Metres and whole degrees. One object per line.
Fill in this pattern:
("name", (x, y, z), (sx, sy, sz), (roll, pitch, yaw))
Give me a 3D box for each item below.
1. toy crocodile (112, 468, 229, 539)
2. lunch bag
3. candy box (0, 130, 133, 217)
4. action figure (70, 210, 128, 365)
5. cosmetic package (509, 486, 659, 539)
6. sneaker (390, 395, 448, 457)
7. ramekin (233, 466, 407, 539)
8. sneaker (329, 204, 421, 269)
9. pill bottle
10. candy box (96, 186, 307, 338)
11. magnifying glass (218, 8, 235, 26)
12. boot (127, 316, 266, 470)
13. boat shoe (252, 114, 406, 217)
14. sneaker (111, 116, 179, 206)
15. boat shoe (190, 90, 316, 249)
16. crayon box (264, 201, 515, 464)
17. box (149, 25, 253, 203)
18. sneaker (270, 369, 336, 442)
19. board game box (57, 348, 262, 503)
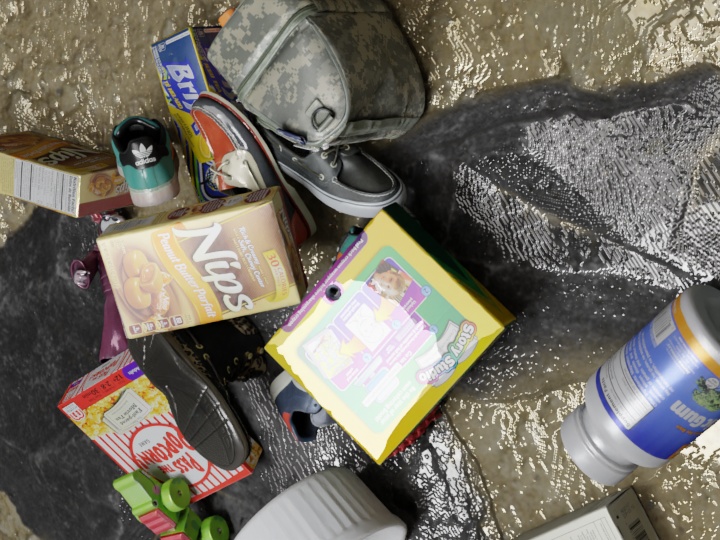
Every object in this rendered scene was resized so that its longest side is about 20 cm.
("toy crocodile", (-0.218, 0.305, 1.762), (0.067, 0.062, 0.200), (-21, 127, 29))
("lunch bag", (-0.033, -0.202, 1.493), (0.168, 0.199, 0.140), (48, 116, 15))
("candy box", (-0.374, -0.119, 1.783), (0.198, 0.115, 0.056), (16, 109, 30))
("action figure", (-0.277, 0.015, 1.781), (0.149, 0.132, 0.202), (112, 141, -71))
("cosmetic package", (0.210, 0.312, 1.519), (0.199, 0.073, 0.104), (-30, 83, 34))
("sneaker", (0.049, 0.106, 1.590), (0.095, 0.079, 0.202), (35, 108, 31))
("ramekin", (-0.054, 0.308, 1.620), (0.098, 0.199, 0.201), (49, 121, 22))
("sneaker", (0.000, 0.000, 1.600), (0.199, 0.071, 0.081), (-37, 64, 35))
("pill bottle", (0.285, 0.116, 1.405), (0.112, 0.112, 0.200), (50, 122, 14))
("candy box", (-0.166, -0.008, 1.563), (0.197, 0.055, 0.117), (-12, 109, 12))
("magnifying glass", (-0.099, -0.202, 1.644), (0.079, 0.022, 0.201), (-36, 79, 33))
("boot", (-0.158, 0.124, 1.672), (0.200, 0.150, 0.073), (48, 120, 17))
("boat shoe", (-0.039, -0.119, 1.565), (0.199, 0.069, 0.057), (28, 151, 26))
("sneaker", (-0.243, -0.142, 1.657), (0.200, 0.070, 0.081), (-126, 23, -64))
("boat shoe", (-0.125, -0.100, 1.590), (0.201, 0.062, 0.071), (56, 156, -17))
("crayon box", (0.028, 0.064, 1.505), (0.172, 0.058, 0.200), (44, 109, 6))
("box", (-0.167, -0.171, 1.664), (0.064, 0.070, 0.202), (-17, 91, 32))
("sneaker", (-0.030, 0.118, 1.616), (0.200, 0.074, 0.085), (-55, 49, 46))
("board game box", (-0.236, 0.186, 1.746), (0.151, 0.047, 0.200), (-30, 113, 34))
